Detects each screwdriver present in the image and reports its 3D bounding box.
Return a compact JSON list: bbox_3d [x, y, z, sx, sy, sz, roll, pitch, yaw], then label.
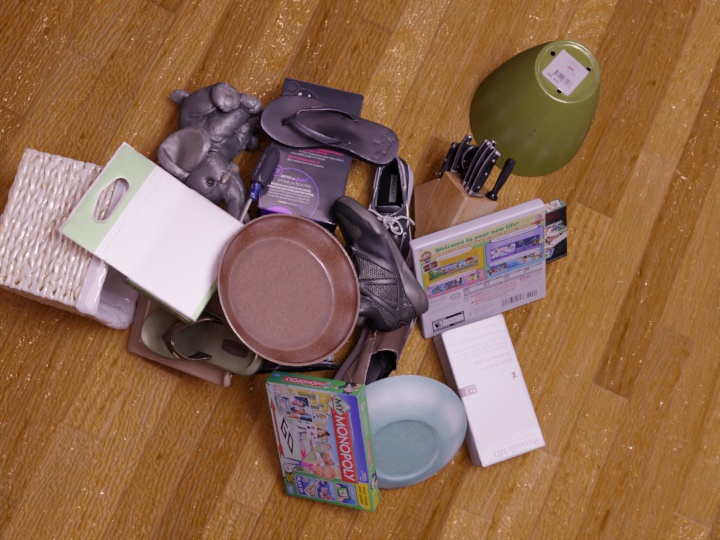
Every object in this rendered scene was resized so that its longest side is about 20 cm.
[{"bbox_3d":[-0.152,-0.081,1.223,0.029,0.028,0.200,16,71,4],"label":"screwdriver"}]

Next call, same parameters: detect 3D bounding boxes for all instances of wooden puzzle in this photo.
[{"bbox_3d":[-0.232,0.047,1.253,0.200,0.037,0.186,16,94,31],"label":"wooden puzzle"}]

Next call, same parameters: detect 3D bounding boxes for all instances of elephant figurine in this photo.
[{"bbox_3d":[-0.219,-0.159,1.292,0.141,0.155,0.200,28,72,-27],"label":"elephant figurine"}]

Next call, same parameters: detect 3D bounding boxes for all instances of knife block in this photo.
[{"bbox_3d":[0.152,-0.088,1.296,0.064,0.175,0.201,6,79,-32],"label":"knife block"}]

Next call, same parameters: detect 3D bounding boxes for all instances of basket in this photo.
[{"bbox_3d":[-0.383,-0.037,1.231,0.160,0.198,0.201,13,80,1],"label":"basket"}]

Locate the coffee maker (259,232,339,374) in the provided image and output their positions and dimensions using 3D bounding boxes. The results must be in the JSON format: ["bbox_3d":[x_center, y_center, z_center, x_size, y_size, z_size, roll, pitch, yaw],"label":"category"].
[{"bbox_3d":[-0.128,0.044,1.272,0.192,0.135,0.201,-1,80,-5],"label":"coffee maker"}]

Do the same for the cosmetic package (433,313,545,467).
[{"bbox_3d":[0.186,0.175,1.312,0.101,0.074,0.200,-18,82,-8],"label":"cosmetic package"}]

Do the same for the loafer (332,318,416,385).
[{"bbox_3d":[0.036,0.115,1.286,0.073,0.071,0.200,45,63,-34],"label":"loafer"}]

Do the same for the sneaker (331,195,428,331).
[{"bbox_3d":[0.000,0.000,1.238,0.114,0.076,0.200,-34,100,-18],"label":"sneaker"}]

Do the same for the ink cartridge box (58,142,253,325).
[{"bbox_3d":[-0.257,-0.045,1.146,0.200,0.048,0.146,35,72,-11],"label":"ink cartridge box"}]

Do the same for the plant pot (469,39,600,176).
[{"bbox_3d":[0.274,-0.254,1.325,0.187,0.200,0.188,1,81,-6],"label":"plant pot"}]

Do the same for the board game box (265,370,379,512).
[{"bbox_3d":[-0.049,0.232,1.217,0.134,0.029,0.200,6,121,23],"label":"board game box"}]

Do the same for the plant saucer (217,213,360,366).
[{"bbox_3d":[-0.096,0.027,1.162,0.200,0.037,0.201,10,69,-28],"label":"plant saucer"}]

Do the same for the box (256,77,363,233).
[{"bbox_3d":[-0.076,-0.161,1.323,0.122,0.106,0.201,12,80,-5],"label":"box"}]

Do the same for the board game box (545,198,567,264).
[{"bbox_3d":[0.215,-0.027,1.336,0.200,0.105,0.023,-22,46,-11],"label":"board game box"}]

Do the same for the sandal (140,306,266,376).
[{"bbox_3d":[-0.214,0.087,1.184,0.201,0.057,0.080,9,91,31],"label":"sandal"}]

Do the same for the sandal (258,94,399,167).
[{"bbox_3d":[-0.042,-0.201,1.258,0.200,0.043,0.076,12,79,-6],"label":"sandal"}]

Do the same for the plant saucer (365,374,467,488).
[{"bbox_3d":[0.055,0.237,1.248,0.200,0.039,0.201,-5,119,-8],"label":"plant saucer"}]

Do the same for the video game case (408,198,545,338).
[{"bbox_3d":[0.174,0.000,1.301,0.200,0.182,0.022,-18,42,-8],"label":"video game case"}]

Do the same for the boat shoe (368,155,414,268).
[{"bbox_3d":[0.044,-0.076,1.331,0.073,0.068,0.200,6,79,17],"label":"boat shoe"}]
